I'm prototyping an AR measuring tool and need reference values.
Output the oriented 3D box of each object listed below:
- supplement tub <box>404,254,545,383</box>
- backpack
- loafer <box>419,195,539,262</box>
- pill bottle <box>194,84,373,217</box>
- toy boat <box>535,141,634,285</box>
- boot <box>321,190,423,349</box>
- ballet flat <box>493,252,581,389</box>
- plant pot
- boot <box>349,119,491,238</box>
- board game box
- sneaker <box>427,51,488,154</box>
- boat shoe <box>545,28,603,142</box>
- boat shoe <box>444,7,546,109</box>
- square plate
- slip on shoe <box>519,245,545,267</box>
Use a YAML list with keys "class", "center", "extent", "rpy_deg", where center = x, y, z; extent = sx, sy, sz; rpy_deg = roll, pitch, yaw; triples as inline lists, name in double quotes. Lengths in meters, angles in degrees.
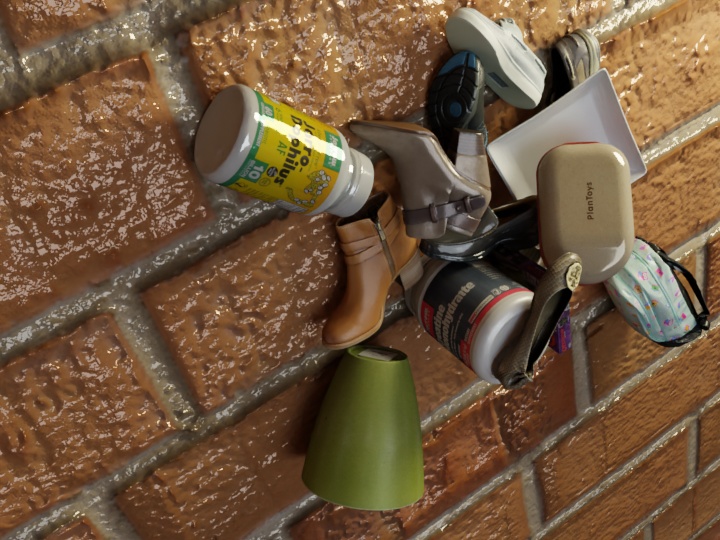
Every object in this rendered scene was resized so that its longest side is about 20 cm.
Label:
- class: "supplement tub"
  center: [0.168, 0.060, 1.121]
  extent: [0.139, 0.200, 0.142]
  rpy_deg: [-16, 123, -27]
- class: "backpack"
  center: [0.526, 0.040, 1.394]
  extent: [0.126, 0.167, 0.200]
  rpy_deg: [-41, 125, -1]
- class: "loafer"
  center: [0.175, -0.065, 1.104]
  extent: [0.198, 0.073, 0.073]
  rpy_deg: [-14, 127, -23]
- class: "pill bottle"
  center: [-0.083, -0.130, 0.901]
  extent: [0.199, 0.113, 0.114]
  rpy_deg: [19, 103, -39]
- class: "toy boat"
  center: [0.317, -0.078, 1.104]
  extent: [0.129, 0.131, 0.202]
  rpy_deg: [-1, 83, 5]
- class: "boot"
  center: [0.000, 0.000, 1.052]
  extent: [0.200, 0.077, 0.156]
  rpy_deg: [-39, 132, -14]
- class: "ballet flat"
  center: [0.244, 0.071, 1.014]
  extent: [0.067, 0.046, 0.201]
  rpy_deg: [24, 98, -41]
- class: "plant pot"
  center: [0.013, 0.219, 1.137]
  extent: [0.186, 0.187, 0.202]
  rpy_deg: [0, 100, -34]
- class: "boot"
  center: [0.077, -0.116, 1.007]
  extent: [0.198, 0.070, 0.148]
  rpy_deg: [7, 109, -2]
- class: "board game box"
  center: [0.238, 0.027, 1.152]
  extent: [0.032, 0.200, 0.121]
  rpy_deg: [-30, 128, -15]
- class: "sneaker"
  center: [0.138, -0.204, 1.054]
  extent: [0.082, 0.073, 0.202]
  rpy_deg: [-26, 134, -41]
- class: "boat shoe"
  center: [0.311, -0.254, 1.142]
  extent: [0.073, 0.074, 0.202]
  rpy_deg: [-19, 116, -14]
- class: "boat shoe"
  center: [0.187, -0.300, 1.034]
  extent: [0.200, 0.070, 0.072]
  rpy_deg: [33, 75, -40]
- class: "square plate"
  center: [0.305, -0.167, 1.132]
  extent: [0.199, 0.029, 0.199]
  rpy_deg: [-33, 122, 6]
- class: "slip on shoe"
  center: [0.281, -0.051, 1.221]
  extent: [0.060, 0.076, 0.201]
  rpy_deg: [-7, 128, -56]
